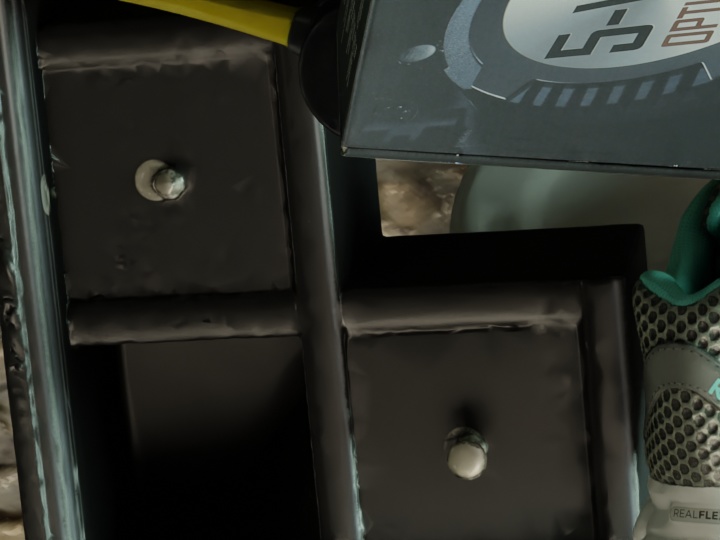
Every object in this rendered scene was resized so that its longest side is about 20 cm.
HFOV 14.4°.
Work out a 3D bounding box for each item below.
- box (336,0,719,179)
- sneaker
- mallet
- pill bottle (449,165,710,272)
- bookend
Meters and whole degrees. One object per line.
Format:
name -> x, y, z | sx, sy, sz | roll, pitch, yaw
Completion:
box -> 0.085, -0.098, 0.636 | 0.159, 0.044, 0.200 | 4, 144, -8
sneaker -> 0.130, 0.001, 0.793 | 0.077, 0.200, 0.092 | -2, 115, 29
mallet -> -0.064, -0.081, 0.774 | 0.199, 0.066, 0.041 | 18, 105, 15
pill bottle -> 0.094, 0.038, 0.983 | 0.114, 0.115, 0.200 | -5, 145, 5
bookend -> 0.000, 0.000, 0.835 | 0.199, 0.092, 0.200 | -2, 102, 11
